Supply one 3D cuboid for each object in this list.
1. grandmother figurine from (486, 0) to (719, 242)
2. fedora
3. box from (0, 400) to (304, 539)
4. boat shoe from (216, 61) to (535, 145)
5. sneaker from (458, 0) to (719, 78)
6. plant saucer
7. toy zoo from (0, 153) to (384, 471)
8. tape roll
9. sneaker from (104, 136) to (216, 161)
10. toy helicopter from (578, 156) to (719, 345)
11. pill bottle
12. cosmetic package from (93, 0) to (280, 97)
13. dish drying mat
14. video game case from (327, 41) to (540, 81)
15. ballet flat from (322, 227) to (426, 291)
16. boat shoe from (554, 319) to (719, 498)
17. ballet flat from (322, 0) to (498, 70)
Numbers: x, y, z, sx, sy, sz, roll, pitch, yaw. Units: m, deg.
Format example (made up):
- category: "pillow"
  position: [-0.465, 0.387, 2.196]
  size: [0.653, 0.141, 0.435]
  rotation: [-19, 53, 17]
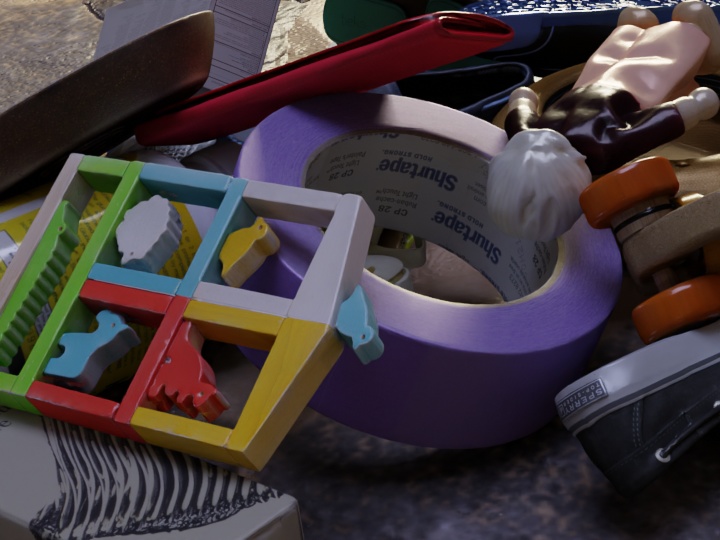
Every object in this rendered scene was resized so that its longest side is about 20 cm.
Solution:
- category: "grandmother figurine"
  position: [0.126, -0.077, 0.959]
  size: [0.121, 0.061, 0.200]
  rotation: [-10, 24, 41]
- category: "fedora"
  position: [0.170, -0.057, 1.054]
  size: [0.199, 0.082, 0.201]
  rotation: [-6, 28, 3]
- category: "box"
  position: [-0.119, 0.116, 0.817]
  size: [0.199, 0.069, 0.082]
  rotation: [16, 35, 37]
- category: "boat shoe"
  position: [0.009, -0.100, 1.113]
  size: [0.199, 0.069, 0.084]
  rotation: [-13, 53, -22]
- category: "sneaker"
  position: [0.153, -0.131, 1.164]
  size: [0.199, 0.078, 0.070]
  rotation: [-3, 17, -19]
- category: "plant saucer"
  position: [-0.159, -0.077, 1.015]
  size: [0.200, 0.035, 0.200]
  rotation: [-30, 3, 1]
- category: "toy zoo"
  position: [-0.078, 0.016, 0.836]
  size: [0.199, 0.020, 0.132]
  rotation: [11, 63, 31]
- category: "tape roll"
  position: [0.027, -0.005, 0.929]
  size: [0.199, 0.066, 0.201]
  rotation: [14, 37, -11]
- category: "sneaker"
  position: [-0.133, -0.029, 1.109]
  size: [0.199, 0.077, 0.085]
  rotation: [-26, 42, -17]
- category: "toy helicopter"
  position: [0.197, -0.022, 0.920]
  size: [0.132, 0.079, 0.200]
  rotation: [-27, -13, 15]
- category: "pill bottle"
  position: [-0.139, 0.004, 0.989]
  size: [0.199, 0.113, 0.112]
  rotation: [-25, 32, -29]
- category: "cosmetic package"
  position: [-0.120, -0.140, 1.207]
  size: [0.050, 0.083, 0.200]
  rotation: [21, -11, -26]
- category: "dish drying mat"
  position: [-0.022, -0.100, 0.973]
  size: [0.199, 0.018, 0.077]
  rotation: [-16, -6, 33]
- category: "video game case"
  position: [0.043, -0.114, 1.260]
  size: [0.181, 0.022, 0.200]
  rotation: [0, 29, 16]
- category: "ballet flat"
  position: [0.000, 0.000, 1.012]
  size: [0.067, 0.067, 0.200]
  rotation: [1, 27, 11]
- category: "boat shoe"
  position: [0.171, 0.056, 0.871]
  size: [0.199, 0.057, 0.069]
  rotation: [-16, -18, -40]
- category: "ballet flat"
  position: [0.057, -0.162, 1.259]
  size: [0.065, 0.071, 0.200]
  rotation: [-10, 27, -39]
